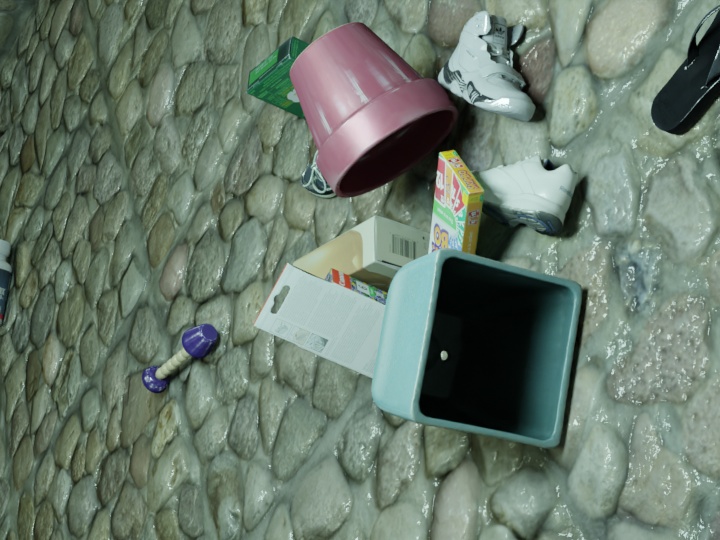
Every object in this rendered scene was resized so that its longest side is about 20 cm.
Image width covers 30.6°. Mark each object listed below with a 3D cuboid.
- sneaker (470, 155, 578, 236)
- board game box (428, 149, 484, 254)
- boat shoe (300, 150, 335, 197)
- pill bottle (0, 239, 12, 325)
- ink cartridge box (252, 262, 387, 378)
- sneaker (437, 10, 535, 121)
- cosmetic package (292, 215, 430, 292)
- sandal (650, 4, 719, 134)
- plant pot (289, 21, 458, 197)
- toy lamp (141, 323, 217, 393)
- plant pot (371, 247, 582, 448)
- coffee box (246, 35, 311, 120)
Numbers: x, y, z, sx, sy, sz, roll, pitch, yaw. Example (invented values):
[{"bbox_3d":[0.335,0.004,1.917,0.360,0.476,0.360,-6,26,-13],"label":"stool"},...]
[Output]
[{"bbox_3d":[0.198,-0.100,1.631,0.200,0.074,0.087,21,77,54],"label":"sneaker"},{"bbox_3d":[0.118,-0.043,1.672,0.096,0.030,0.200,-119,23,-48],"label":"board game box"},{"bbox_3d":[-0.040,-0.151,1.993,0.200,0.062,0.075,3,81,57],"label":"boat shoe"},{"bbox_3d":[-0.896,0.025,3.136,0.120,0.119,0.200,-9,70,54],"label":"pill bottle"},{"bbox_3d":[-0.033,0.061,1.766,0.109,0.200,0.050,-60,16,21],"label":"ink cartridge box"},{"bbox_3d":[0.175,-0.269,1.711,0.200,0.075,0.115,43,115,57],"label":"sneaker"},{"bbox_3d":[0.000,0.000,1.836,0.200,0.105,0.071,-29,52,49],"label":"cosmetic package"},{"bbox_3d":[0.380,-0.234,1.423,0.200,0.043,0.076,-58,36,23],"label":"sandal"},{"bbox_3d":[0.004,-0.227,1.783,0.200,0.200,0.179,-43,74,39],"label":"plant pot"},{"bbox_3d":[-0.311,0.150,2.276,0.200,0.058,0.058,-41,46,41],"label":"toy lamp"},{"bbox_3d":[0.115,0.095,1.559,0.200,0.196,0.196,-9,69,65],"label":"plant pot"},{"bbox_3d":[-0.053,-0.263,1.935,0.123,0.200,0.044,-30,47,49],"label":"coffee box"}]
